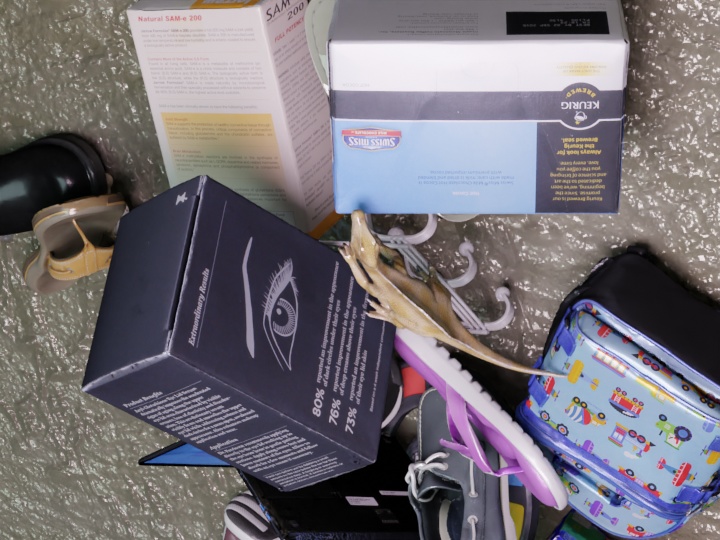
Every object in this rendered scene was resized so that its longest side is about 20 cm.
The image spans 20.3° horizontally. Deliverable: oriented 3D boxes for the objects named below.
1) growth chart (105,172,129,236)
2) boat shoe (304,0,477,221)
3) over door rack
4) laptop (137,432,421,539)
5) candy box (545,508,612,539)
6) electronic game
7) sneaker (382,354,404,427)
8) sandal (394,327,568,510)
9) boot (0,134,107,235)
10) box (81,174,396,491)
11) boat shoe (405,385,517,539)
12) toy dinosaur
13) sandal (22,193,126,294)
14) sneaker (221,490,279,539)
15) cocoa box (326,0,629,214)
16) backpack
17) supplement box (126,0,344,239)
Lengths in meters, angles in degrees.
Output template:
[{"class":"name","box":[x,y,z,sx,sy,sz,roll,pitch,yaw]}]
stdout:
[{"class":"growth chart","box":[-0.163,0.019,1.687,0.200,0.018,0.145,35,136,43]},{"class":"boat shoe","box":[0.026,-0.124,1.507,0.072,0.061,0.201,-35,95,5]},{"class":"over door rack","box":[0.000,0.000,1.544,0.200,0.067,0.148,-10,144,29]},{"class":"laptop","box":[-0.049,0.180,1.583,0.200,0.177,0.103,52,126,42]},{"class":"candy box","box":[0.213,0.282,1.542,0.200,0.169,0.077,41,97,7]},{"class":"electronic game","box":[0.065,0.168,1.623,0.200,0.042,0.201,12,107,44]},{"class":"sneaker","box":[-0.049,0.116,1.647,0.200,0.090,0.070,-24,82,48]},{"class":"sandal","box":[0.077,0.112,1.486,0.203,0.050,0.082,47,174,26]},{"class":"boot","box":[-0.331,-0.045,1.706,0.211,0.158,0.080,-10,106,37]},{"class":"box","box":[-0.081,0.048,1.437,0.200,0.148,0.104,31,144,-31]},{"class":"boat shoe","box":[0.069,0.161,1.517,0.062,0.200,0.073,20,133,-34]},{"class":"toy dinosaur","box":[0.045,0.028,1.407,0.200,0.101,0.058,38,91,-25]},{"class":"sandal","box":[-0.238,-0.014,1.690,0.054,0.080,0.200,67,155,14]},{"class":"sneaker","box":[-0.050,0.292,1.786,0.200,0.076,0.116,42,135,19]},{"class":"cocoa box","box":[0.081,-0.123,1.390,0.199,0.133,0.132,0,119,4]},{"class":"backpack","box":[0.201,0.113,1.488,0.182,0.135,0.200,37,131,10]},{"class":"supplement box","box":[-0.093,-0.125,1.574,0.126,0.074,0.200,4,118,29]}]
